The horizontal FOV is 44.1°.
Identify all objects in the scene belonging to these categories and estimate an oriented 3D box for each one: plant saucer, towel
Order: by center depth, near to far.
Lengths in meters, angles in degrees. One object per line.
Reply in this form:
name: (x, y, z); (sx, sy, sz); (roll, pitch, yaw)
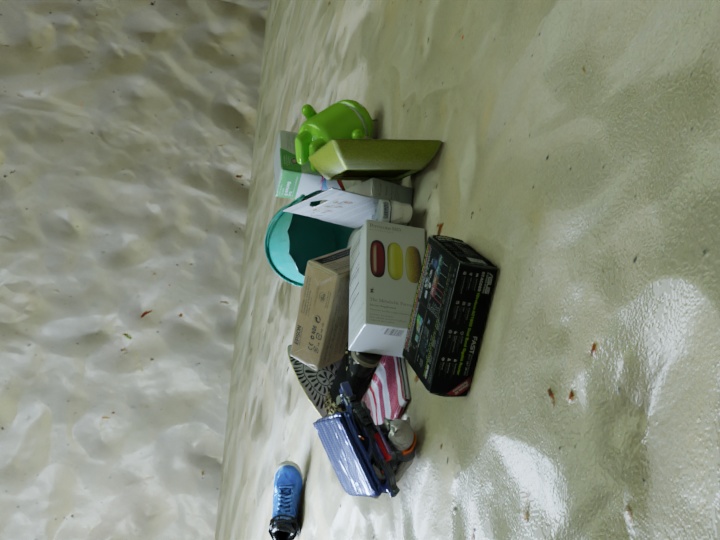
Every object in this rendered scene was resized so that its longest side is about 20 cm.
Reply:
towel: (-0.022, 0.305, 1.478); (0.146, 0.024, 0.200); (65, 161, 5)
plant saucer: (0.023, -0.192, 1.583); (0.200, 0.198, 0.048); (172, 96, -74)
towel: (0.041, 0.236, 1.604); (0.145, 0.023, 0.201); (-98, 23, -45)

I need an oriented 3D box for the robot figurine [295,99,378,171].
robot figurine: (-0.054, -0.295, 1.926); (0.175, 0.200, 0.116); (28, 140, 32)

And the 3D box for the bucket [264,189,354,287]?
bucket: (-0.096, -0.061, 1.866); (0.134, 0.206, 0.209); (-6, 76, 59)

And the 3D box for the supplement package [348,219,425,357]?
supplement package: (0.045, 0.031, 1.524); (0.110, 0.113, 0.202); (120, 154, -56)

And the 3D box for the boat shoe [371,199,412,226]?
boat shoe: (0.058, -0.082, 1.628); (0.200, 0.069, 0.072); (111, 160, -73)

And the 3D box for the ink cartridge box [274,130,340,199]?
ink cartridge box: (-0.091, -0.227, 2.004); (0.146, 0.198, 0.088); (-99, 20, -45)

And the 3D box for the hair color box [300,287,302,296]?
hair color box: (-0.105, 0.106, 2.133); (0.111, 0.063, 0.201); (116, 158, -50)

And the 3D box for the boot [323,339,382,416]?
boot: (-0.008, 0.179, 1.623); (0.200, 0.073, 0.152); (-84, 17, -73)

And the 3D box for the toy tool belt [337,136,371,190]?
toy tool belt: (0.020, -0.205, 1.799); (0.126, 0.122, 0.200); (64, 174, -8)

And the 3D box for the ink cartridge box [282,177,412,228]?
ink cartridge box: (-0.027, -0.133, 1.680); (0.199, 0.172, 0.044); (-16, 65, 56)

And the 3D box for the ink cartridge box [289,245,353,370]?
ink cartridge box: (-0.042, 0.066, 1.671); (0.075, 0.164, 0.202); (24, 114, 27)

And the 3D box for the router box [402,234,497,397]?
router box: (0.127, 0.064, 1.303); (0.150, 0.062, 0.202); (-128, 48, -68)

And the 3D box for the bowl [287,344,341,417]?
bowl: (-0.052, 0.210, 1.761); (0.202, 0.094, 0.201); (58, -174, -9)

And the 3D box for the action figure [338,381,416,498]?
action figure: (0.030, 0.276, 1.479); (0.194, 0.104, 0.201); (-47, 62, 56)

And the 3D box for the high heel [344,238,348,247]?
high heel: (-0.062, -0.075, 2.005); (0.200, 0.095, 0.068); (-143, 63, -73)

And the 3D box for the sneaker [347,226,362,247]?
sneaker: (0.000, 0.000, 1.778); (0.100, 0.074, 0.202); (145, 132, -71)

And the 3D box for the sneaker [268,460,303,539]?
sneaker: (-0.175, 0.560, 2.106); (0.111, 0.076, 0.202); (-102, 21, -67)
